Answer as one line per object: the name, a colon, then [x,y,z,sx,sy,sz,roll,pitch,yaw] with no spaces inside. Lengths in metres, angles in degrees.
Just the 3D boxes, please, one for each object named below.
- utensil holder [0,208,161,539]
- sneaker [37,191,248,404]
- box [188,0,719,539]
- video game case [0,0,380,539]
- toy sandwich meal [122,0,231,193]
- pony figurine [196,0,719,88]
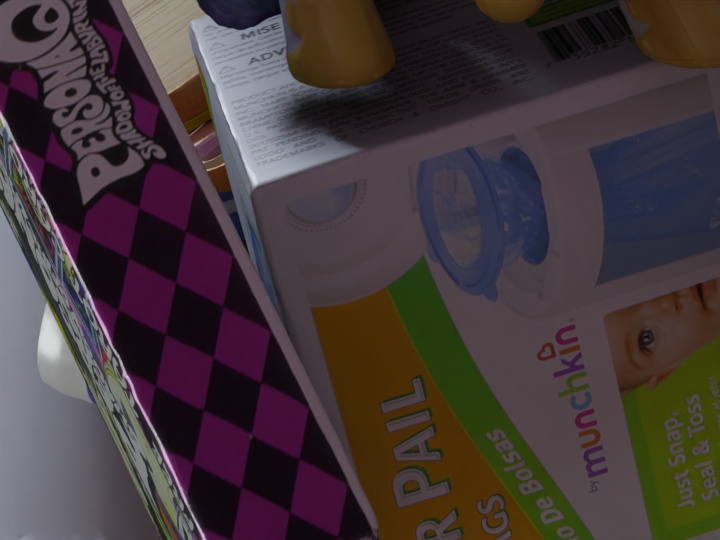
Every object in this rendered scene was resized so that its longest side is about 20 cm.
utensil holder: [-0.133,0.037,1.034,0.170,0.169,0.201,87,-178,-76]
sneaker: [0.000,0.000,0.857,0.200,0.146,0.081,-55,-23,-58]
box: [0.041,0.031,0.653,0.101,0.112,0.201,-114,7,-62]
video game case: [-0.056,-0.012,0.593,0.201,0.036,0.181,63,172,10]
toy sandwich meal: [-0.047,-0.121,0.817,0.070,0.205,0.206,19,-136,-48]
pony figurine: [-0.007,-0.143,0.555,0.193,0.166,0.201,18,128,46]
